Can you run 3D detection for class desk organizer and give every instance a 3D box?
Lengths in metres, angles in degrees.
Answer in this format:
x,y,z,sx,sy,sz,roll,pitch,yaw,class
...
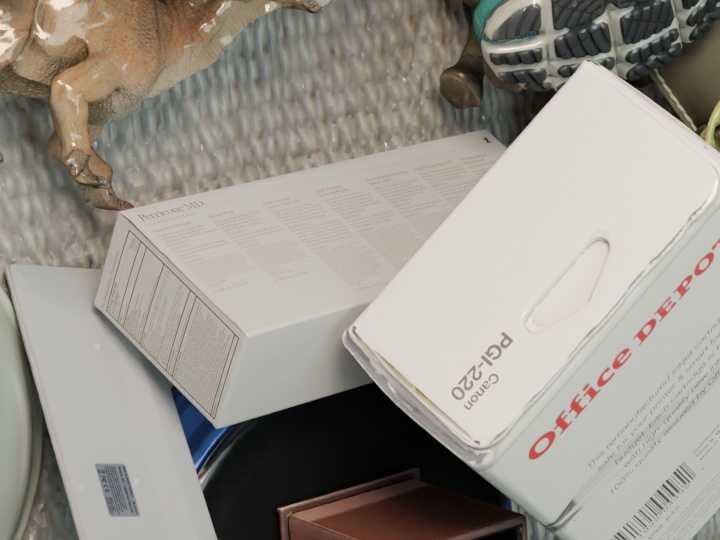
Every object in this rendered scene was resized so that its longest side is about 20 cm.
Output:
x,y,z,sx,sy,sz,roll,pitch,yaw,class
0.023,0.191,1.062,0.071,0.077,0.201,-13,106,-35,desk organizer

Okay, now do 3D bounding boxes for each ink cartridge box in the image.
x,y,z,sx,sy,sz,roll,pitch,yaw,class
0.099,0.029,1.030,0.146,0.085,0.200,-48,150,0,ink cartridge box

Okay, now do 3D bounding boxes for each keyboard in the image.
x,y,z,sx,sy,sz,roll,pitch,yaw,class
-0.084,0.082,0.973,0.056,0.011,0.201,0,56,-32,keyboard

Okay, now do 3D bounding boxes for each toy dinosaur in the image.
x,y,z,sx,sy,sz,roll,pitch,yaw,class
-0.115,-0.100,0.957,0.199,0.086,0.136,13,84,-27,toy dinosaur

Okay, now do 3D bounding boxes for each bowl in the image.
x,y,z,sx,sy,sz,roll,pitch,yaw,class
-0.018,0.124,1.093,0.200,0.039,0.202,-7,102,-36,bowl

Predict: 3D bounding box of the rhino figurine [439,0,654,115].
x,y,z,sx,sy,sz,roll,pitch,yaw,class
0.069,-0.110,1.104,0.200,0.060,0.088,53,58,-34,rhino figurine

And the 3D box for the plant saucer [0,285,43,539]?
x,y,z,sx,sy,sz,roll,pitch,yaw,class
-0.193,0.071,0.945,0.199,0.050,0.201,-8,103,-37,plant saucer

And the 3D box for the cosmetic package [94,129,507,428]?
x,y,z,sx,sy,sz,roll,pitch,yaw,class
0.000,0.000,1.039,0.199,0.083,0.051,-14,137,-41,cosmetic package

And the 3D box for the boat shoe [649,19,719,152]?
x,y,z,sx,sy,sz,roll,pitch,yaw,class
0.177,-0.052,1.069,0.060,0.202,0.072,-15,144,-44,boat shoe

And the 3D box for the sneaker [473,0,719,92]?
x,y,z,sx,sy,sz,roll,pitch,yaw,class
0.122,-0.141,1.064,0.200,0.080,0.078,-34,151,-18,sneaker
